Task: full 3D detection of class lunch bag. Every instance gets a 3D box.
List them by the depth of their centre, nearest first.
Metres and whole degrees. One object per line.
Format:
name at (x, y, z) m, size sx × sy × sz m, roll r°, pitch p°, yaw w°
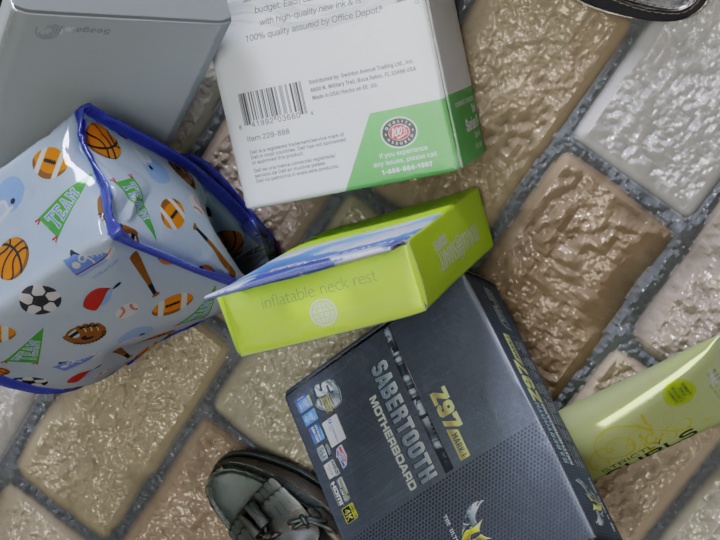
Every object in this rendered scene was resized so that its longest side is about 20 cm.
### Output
lunch bag at (-0.167, -0.002, 0.995) m, size 0.170 × 0.200 × 0.124 m, roll -30°, pitch 61°, yaw 22°

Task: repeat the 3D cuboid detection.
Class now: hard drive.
hard drive at (-0.174, -0.104, 0.961) m, size 0.200 × 0.132 × 0.026 m, roll -53°, pitch 46°, yaw 51°

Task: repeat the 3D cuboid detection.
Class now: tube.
tube at (0.159, 0.102, 0.980) m, size 0.200 × 0.058 × 0.052 m, roll -28°, pitch 82°, yaw 20°

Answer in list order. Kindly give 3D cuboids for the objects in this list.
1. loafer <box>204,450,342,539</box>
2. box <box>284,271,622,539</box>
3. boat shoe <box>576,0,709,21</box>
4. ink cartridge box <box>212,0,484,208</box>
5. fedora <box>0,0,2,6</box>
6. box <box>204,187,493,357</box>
loafer at (-0.027, 0.198, 1.054) m, size 0.200 × 0.063 × 0.072 m, roll 37°, pitch 111°, yaw 7°
box at (0.054, 0.124, 0.975) m, size 0.158 × 0.051 × 0.200 m, roll -35°, pitch 62°, yaw 21°
boat shoe at (0.121, -0.203, 0.908) m, size 0.200 × 0.063 × 0.073 m, roll 30°, pitch 108°, yaw -4°
ink cartridge box at (-0.015, -0.152, 0.962) m, size 0.146 × 0.084 × 0.200 m, roll -9°, pitch 99°, yaw 19°
fedora at (-0.218, -0.168, 0.971) m, size 0.200 × 0.092 × 0.201 m, roll 7°, pitch 120°, yaw 13°
box at (0.000, 0.000, 0.929) m, size 0.122 × 0.200 × 0.048 m, roll -16°, pitch 97°, yaw 20°
